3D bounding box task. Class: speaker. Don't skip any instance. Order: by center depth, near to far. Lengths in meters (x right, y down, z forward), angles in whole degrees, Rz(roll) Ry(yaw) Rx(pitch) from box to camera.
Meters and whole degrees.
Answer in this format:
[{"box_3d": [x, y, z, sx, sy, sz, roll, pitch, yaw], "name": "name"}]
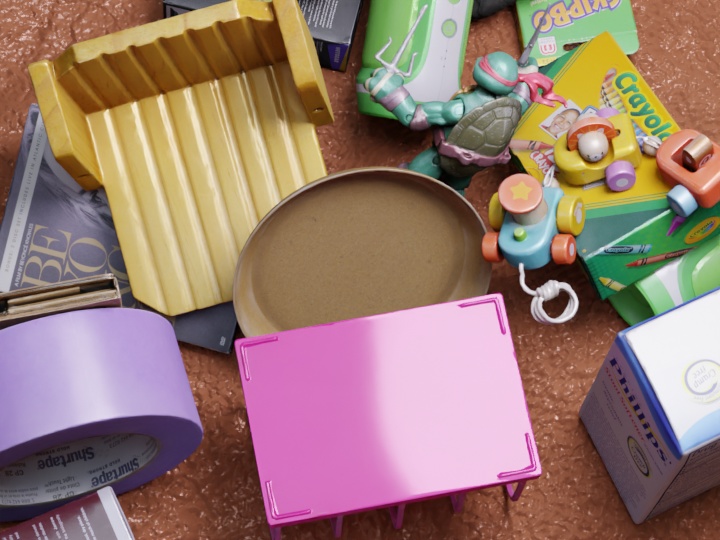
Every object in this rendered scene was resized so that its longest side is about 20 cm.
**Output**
[{"box_3d": [0.284, -0.034, 1.760, 0.200, 0.089, 0.089, -37, 75, -16], "name": "speaker"}, {"box_3d": [0.050, -0.219, 1.776, 0.088, 0.088, 0.201, 9, 94, 0], "name": "speaker"}]

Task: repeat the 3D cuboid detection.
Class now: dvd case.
[{"box_3d": [-0.178, -0.033, 1.738, 0.199, 0.016, 0.149, 15, 94, 4], "name": "dvd case"}]

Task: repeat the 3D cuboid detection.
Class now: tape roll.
[{"box_3d": [-0.220, 0.107, 1.617, 0.199, 0.200, 0.085, -14, 70, -9], "name": "tape roll"}]

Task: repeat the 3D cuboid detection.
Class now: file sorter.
[{"box_3d": [0.017, 0.118, 1.665, 0.199, 0.125, 0.140, -10, 71, -6], "name": "file sorter"}]

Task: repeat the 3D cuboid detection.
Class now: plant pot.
[{"box_3d": [0.000, 0.000, 1.690, 0.199, 0.201, 0.028, -9, 39, -7], "name": "plant pot"}]

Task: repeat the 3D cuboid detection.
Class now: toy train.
[{"box_3d": [0.180, -0.058, 1.643, 0.200, 0.056, 0.150, -37, 48, -6], "name": "toy train"}]

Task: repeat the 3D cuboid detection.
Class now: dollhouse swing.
[{"box_3d": [-0.116, -0.077, 1.651, 0.199, 0.182, 0.177, -14, 79, 3], "name": "dollhouse swing"}]

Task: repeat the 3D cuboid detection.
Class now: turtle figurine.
[{"box_3d": [0.072, -0.114, 1.692, 0.149, 0.200, 0.101, 7, 39, -30], "name": "turtle figurine"}]

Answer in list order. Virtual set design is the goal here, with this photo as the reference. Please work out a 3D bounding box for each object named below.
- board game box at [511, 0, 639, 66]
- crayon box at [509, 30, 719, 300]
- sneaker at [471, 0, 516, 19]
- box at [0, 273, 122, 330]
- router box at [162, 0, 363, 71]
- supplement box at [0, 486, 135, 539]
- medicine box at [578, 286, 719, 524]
[{"box_3d": [0.168, -0.261, 1.873, 0.095, 0.030, 0.201, -8, 67, -4], "name": "board game box"}, {"box_3d": [0.190, -0.084, 1.736, 0.119, 0.058, 0.200, -30, 47, 1], "name": "crayon box"}, {"box_3d": [0.081, -0.297, 1.853, 0.091, 0.076, 0.201, -34, 61, 22], "name": "sneaker"}, {"box_3d": [-0.255, 0.047, 1.638, 0.163, 0.200, 0.021, -11, 79, -7], "name": "box"}, {"box_3d": [-0.064, -0.278, 1.852, 0.157, 0.052, 0.201, 14, 69, 2], "name": "router box"}, {"box_3d": [-0.259, 0.233, 1.615, 0.199, 0.109, 0.061, -23, 71, -12], "name": "supplement box"}, {"box_3d": [0.274, 0.084, 1.652, 0.182, 0.200, 0.103, -24, 72, -12], "name": "medicine box"}]
